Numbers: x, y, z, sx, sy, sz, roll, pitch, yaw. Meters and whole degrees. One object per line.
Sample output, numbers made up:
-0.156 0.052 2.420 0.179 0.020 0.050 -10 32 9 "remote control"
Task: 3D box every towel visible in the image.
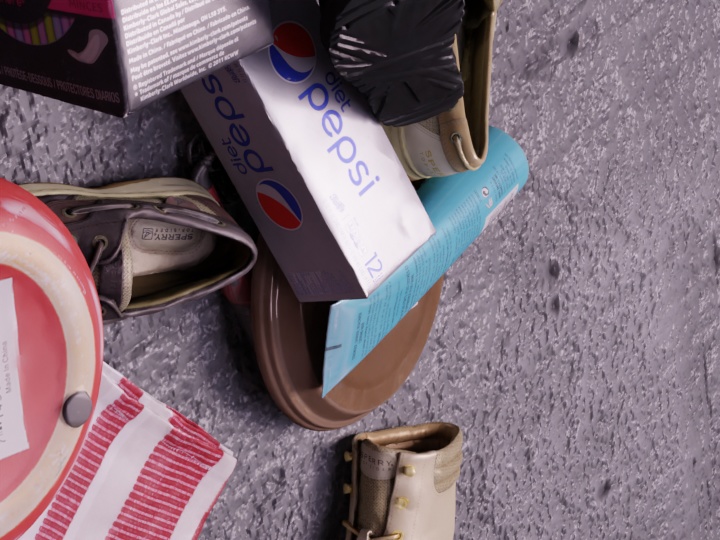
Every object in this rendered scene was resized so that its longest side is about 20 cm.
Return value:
-0.152 0.128 1.144 0.200 0.023 0.145 42 70 -49 "towel"

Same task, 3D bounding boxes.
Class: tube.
0.033 -0.011 1.241 0.200 0.050 0.078 -49 152 -39 "tube"

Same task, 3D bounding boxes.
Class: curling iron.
-0.061 0.004 1.209 0.050 0.025 0.201 -40 131 -32 "curling iron"

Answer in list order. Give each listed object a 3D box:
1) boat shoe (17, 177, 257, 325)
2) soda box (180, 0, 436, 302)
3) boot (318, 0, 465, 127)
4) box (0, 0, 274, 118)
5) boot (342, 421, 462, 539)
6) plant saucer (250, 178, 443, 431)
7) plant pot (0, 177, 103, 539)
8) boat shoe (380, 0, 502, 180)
-0.139 -0.007 1.072 0.199 0.065 0.074 -18 119 -41 "boat shoe"
-0.040 -0.083 1.132 0.068 0.063 0.201 -43 114 -34 "soda box"
-0.002 -0.177 1.089 0.198 0.073 0.163 61 8 -73 "boot"
-0.128 -0.191 0.984 0.106 0.122 0.201 -30 124 -41 "box"
0.001 0.185 1.310 0.200 0.073 0.156 -17 116 -49 "boot"
0.000 0.000 1.261 0.200 0.029 0.201 -24 119 -56 "plant saucer"
-0.228 0.032 0.892 0.200 0.182 0.202 -19 116 -44 "plant pot"
0.061 -0.149 1.256 0.073 0.063 0.202 42 54 -47 "boat shoe"
